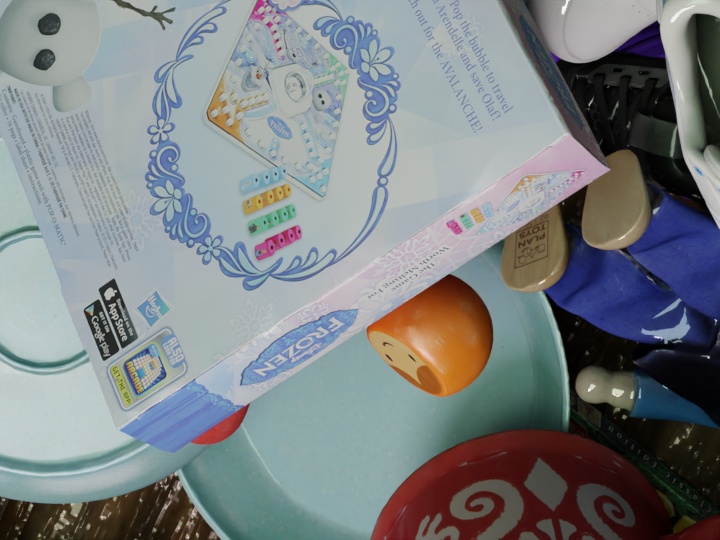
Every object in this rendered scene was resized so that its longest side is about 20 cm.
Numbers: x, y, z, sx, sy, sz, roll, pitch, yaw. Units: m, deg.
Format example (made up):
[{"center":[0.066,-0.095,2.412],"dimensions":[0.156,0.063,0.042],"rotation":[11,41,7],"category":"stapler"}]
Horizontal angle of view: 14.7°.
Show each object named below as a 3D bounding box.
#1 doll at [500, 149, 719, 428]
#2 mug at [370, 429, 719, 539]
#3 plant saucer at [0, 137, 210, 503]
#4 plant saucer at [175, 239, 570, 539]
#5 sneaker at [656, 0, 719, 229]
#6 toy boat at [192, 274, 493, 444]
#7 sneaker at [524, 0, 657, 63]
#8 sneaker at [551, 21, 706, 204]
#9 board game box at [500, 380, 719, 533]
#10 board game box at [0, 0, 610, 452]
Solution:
[{"center":[0.141,0.026,1.132],"dimensions":[0.136,0.049,0.200],"rotation":[-28,135,32],"category":"doll"},{"center":[0.087,0.157,1.095],"dimensions":[0.133,0.200,0.177],"rotation":[41,109,-20],"category":"mug"},{"center":[-0.136,0.010,1.203],"dimensions":[0.200,0.027,0.201],"rotation":[0,105,1],"category":"plant saucer"},{"center":[0.003,0.047,1.222],"dimensions":[0.200,0.036,0.201],"rotation":[5,101,24],"category":"plant saucer"},{"center":[0.155,-0.023,1.016],"dimensions":[0.075,0.087,0.200],"rotation":[-26,96,22],"category":"sneaker"},{"center":[0.000,0.000,1.119],"dimensions":[0.200,0.131,0.131],"rotation":[-40,105,12],"category":"toy boat"},{"center":[0.148,-0.135,1.064],"dimensions":[0.200,0.078,0.100],"rotation":[-40,59,23],"category":"sneaker"},{"center":[0.120,-0.065,1.129],"dimensions":[0.200,0.100,0.070],"rotation":[8,107,14],"category":"sneaker"},{"center":[0.128,0.146,1.231],"dimensions":[0.200,0.023,0.105],"rotation":[39,110,4],"category":"board game box"},{"center":[-0.035,-0.068,1.039],"dimensions":[0.199,0.043,0.200],"rotation":[-33,60,16],"category":"board game box"}]
